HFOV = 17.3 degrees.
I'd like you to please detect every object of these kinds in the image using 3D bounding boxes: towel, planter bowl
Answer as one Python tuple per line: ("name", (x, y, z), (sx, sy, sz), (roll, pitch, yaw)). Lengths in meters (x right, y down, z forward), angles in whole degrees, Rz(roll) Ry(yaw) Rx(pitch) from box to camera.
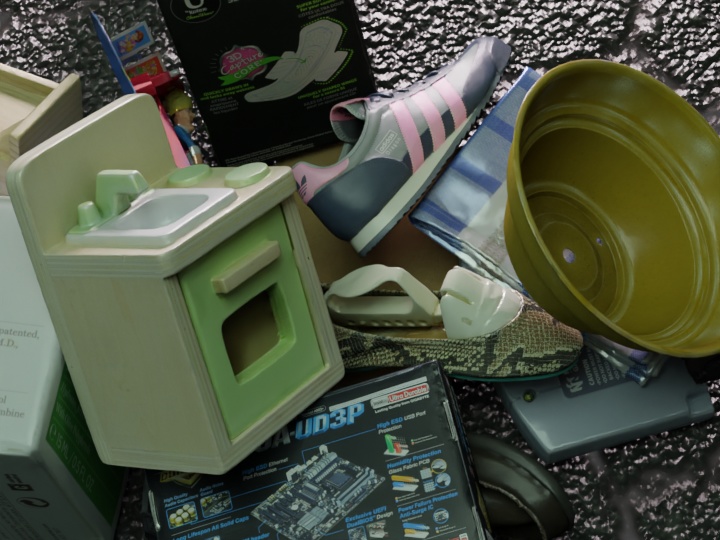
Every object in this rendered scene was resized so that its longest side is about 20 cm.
("towel", (0.148, -0.033, 1.547), (0.200, 0.024, 0.147), (35, 72, 17))
("planter bowl", (0.150, -0.024, 1.465), (0.200, 0.083, 0.201), (18, 56, -29))

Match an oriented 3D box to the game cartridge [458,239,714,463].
("game cartridge", (0.138, 0.023, 1.555), (0.133, 0.041, 0.200), (-13, 67, -6))

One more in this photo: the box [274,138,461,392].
("box", (0.000, 0.000, 1.612), (0.163, 0.021, 0.200), (11, 68, 16))

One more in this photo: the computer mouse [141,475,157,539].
("computer mouse", (-0.102, 0.131, 1.539), (0.138, 0.053, 0.200), (0, 64, 15))

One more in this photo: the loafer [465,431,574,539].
("loafer", (0.041, 0.142, 1.509), (0.200, 0.073, 0.071), (14, 56, 28))

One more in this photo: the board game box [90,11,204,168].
("board game box", (-0.120, -0.087, 1.577), (0.039, 0.200, 0.158), (-25, 29, -6))

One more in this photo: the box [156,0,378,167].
("box", (-0.071, -0.193, 1.603), (0.124, 0.200, 0.149), (-15, 53, 1))

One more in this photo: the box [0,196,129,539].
("box", (-0.257, 0.065, 1.536), (0.200, 0.199, 0.172), (5, 66, 12))

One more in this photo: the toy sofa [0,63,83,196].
("toy sofa", (-0.298, -0.111, 1.701), (0.200, 0.098, 0.083), (20, 46, 19))

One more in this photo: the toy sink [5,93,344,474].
("toy sink", (-0.106, 0.003, 1.428), (0.112, 0.200, 0.130), (1, 25, 39))

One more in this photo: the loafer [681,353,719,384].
("loafer", (0.303, 0.044, 1.499), (0.200, 0.072, 0.063), (-16, 76, -9))

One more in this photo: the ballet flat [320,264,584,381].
("ballet flat", (0.041, 0.030, 1.508), (0.200, 0.075, 0.068), (1, 37, 30))

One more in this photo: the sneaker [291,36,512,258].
("sneaker", (0.029, -0.103, 1.585), (0.082, 0.070, 0.200), (38, 56, -3))

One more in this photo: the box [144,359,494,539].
("box", (-0.024, 0.159, 1.448), (0.200, 0.046, 0.159), (-18, 62, 5))
